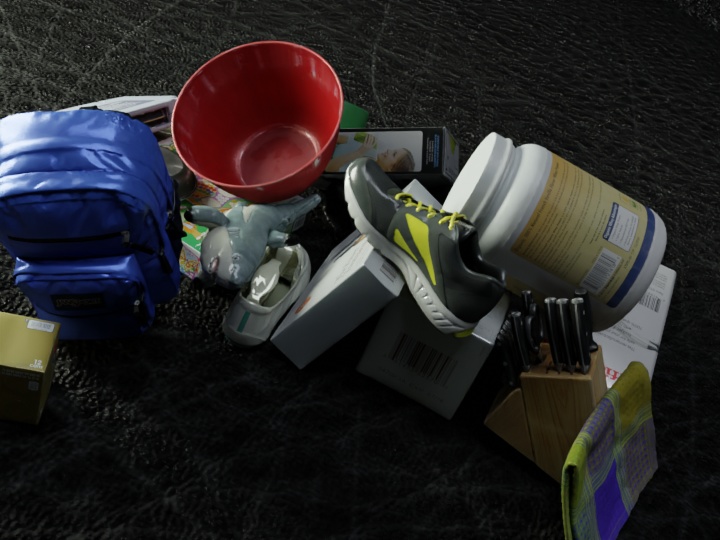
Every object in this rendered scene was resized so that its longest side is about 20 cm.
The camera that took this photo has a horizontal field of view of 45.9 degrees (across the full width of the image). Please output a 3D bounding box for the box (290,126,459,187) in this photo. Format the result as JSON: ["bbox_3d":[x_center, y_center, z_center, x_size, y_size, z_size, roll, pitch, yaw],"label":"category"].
[{"bbox_3d":[0.021,-0.143,1.090,0.199,0.060,0.117,2,-2,17],"label":"box"}]

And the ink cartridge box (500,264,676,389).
[{"bbox_3d":[0.263,0.065,0.978,0.145,0.084,0.200,25,54,5],"label":"ink cartridge box"}]

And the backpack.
[{"bbox_3d":[-0.241,-0.041,0.769,0.162,0.200,0.168,-6,59,-9],"label":"backpack"}]

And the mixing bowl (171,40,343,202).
[{"bbox_3d":[-0.107,-0.156,0.996,0.200,0.108,0.201,-4,63,9],"label":"mixing bowl"}]

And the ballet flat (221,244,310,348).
[{"bbox_3d":[-0.093,0.006,0.931,0.069,0.070,0.200,23,34,1],"label":"ballet flat"}]

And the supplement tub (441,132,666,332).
[{"bbox_3d":[0.191,-0.040,0.874,0.200,0.145,0.145,29,34,-6],"label":"supplement tub"}]

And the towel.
[{"bbox_3d":[0.241,0.187,0.810,0.023,0.144,0.200,5,23,36],"label":"towel"}]

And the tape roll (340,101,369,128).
[{"bbox_3d":[-0.089,-0.223,1.179,0.200,0.048,0.200,16,4,-1],"label":"tape roll"}]

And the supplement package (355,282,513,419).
[{"bbox_3d":[0.093,0.042,0.936,0.117,0.117,0.200,27,35,6],"label":"supplement package"}]

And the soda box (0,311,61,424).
[{"bbox_3d":[-0.359,0.068,0.702,0.199,0.068,0.064,13,36,-13],"label":"soda box"}]

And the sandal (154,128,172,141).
[{"bbox_3d":[-0.199,-0.197,1.157,0.199,0.054,0.080,7,37,-20],"label":"sandal"}]

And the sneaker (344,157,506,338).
[{"bbox_3d":[0.066,-0.036,0.810,0.200,0.085,0.074,52,33,6],"label":"sneaker"}]

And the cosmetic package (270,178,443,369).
[{"bbox_3d":[0.000,0.000,0.911,0.052,0.151,0.200,43,34,-8],"label":"cosmetic package"}]

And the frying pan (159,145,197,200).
[{"bbox_3d":[-0.248,-0.095,0.949,0.115,0.031,0.190,17,32,-3],"label":"frying pan"}]

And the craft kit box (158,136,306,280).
[{"bbox_3d":[-0.195,-0.083,1.017,0.197,0.049,0.200,30,35,16],"label":"craft kit box"}]

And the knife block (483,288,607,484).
[{"bbox_3d":[0.211,0.114,0.828,0.200,0.176,0.064,38,37,3],"label":"knife block"}]

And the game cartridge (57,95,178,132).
[{"bbox_3d":[-0.322,-0.178,1.034,0.133,0.041,0.200,11,26,29],"label":"game cartridge"}]

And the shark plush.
[{"bbox_3d":[-0.103,-0.029,0.906,0.083,0.091,0.200,14,19,27],"label":"shark plush"}]

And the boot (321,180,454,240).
[{"bbox_3d":[0.059,-0.072,1.053,0.157,0.080,0.211,4,-2,-30],"label":"boot"}]
